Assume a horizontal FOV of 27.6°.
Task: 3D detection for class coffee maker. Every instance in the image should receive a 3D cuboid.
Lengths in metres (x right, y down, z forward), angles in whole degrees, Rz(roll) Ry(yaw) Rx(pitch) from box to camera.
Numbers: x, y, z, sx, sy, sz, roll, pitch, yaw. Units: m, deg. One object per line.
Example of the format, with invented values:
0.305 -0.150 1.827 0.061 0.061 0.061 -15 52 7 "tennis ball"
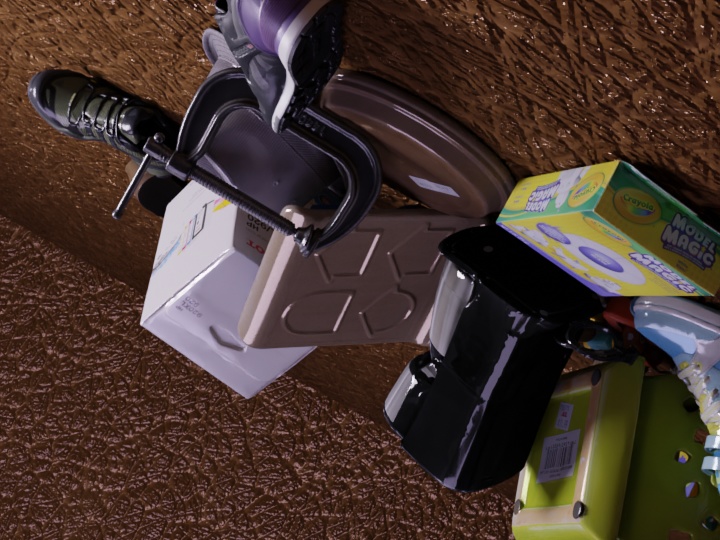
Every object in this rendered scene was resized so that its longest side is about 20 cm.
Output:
0.119 0.093 1.284 0.134 0.201 0.192 3 -147 -25 "coffee maker"

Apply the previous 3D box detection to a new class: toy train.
0.247 0.073 1.366 0.150 0.056 0.200 24 167 33 "toy train"

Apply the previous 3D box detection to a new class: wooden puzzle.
0.000 0.000 1.351 0.198 0.047 0.186 2 138 -22 "wooden puzzle"

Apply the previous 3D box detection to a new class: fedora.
-0.096 -0.111 1.293 0.177 0.090 0.200 39 174 29 "fedora"

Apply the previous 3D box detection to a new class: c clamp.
-0.087 -0.078 1.225 0.199 0.172 0.027 25 -158 -1 "c clamp"

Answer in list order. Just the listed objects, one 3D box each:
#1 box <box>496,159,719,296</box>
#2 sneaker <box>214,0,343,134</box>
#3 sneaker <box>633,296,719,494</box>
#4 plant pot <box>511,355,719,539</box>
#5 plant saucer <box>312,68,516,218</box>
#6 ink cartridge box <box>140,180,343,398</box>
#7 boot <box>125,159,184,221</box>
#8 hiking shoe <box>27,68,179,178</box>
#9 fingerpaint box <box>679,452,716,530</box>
0.193 -0.027 1.088 0.117 0.049 0.200 33 167 -14 "box"
-0.065 -0.176 1.093 0.087 0.076 0.200 39 163 6 "sneaker"
0.295 0.113 1.214 0.199 0.131 0.080 30 171 7 "sneaker"
0.253 0.187 1.332 0.180 0.201 0.200 17 164 -16 "plant pot"
0.039 -0.100 1.226 0.199 0.030 0.200 29 169 6 "plant saucer"
-0.113 -0.007 1.494 0.147 0.144 0.201 36 -148 -25 "ink cartridge box"
-0.251 -0.088 2.010 0.075 0.074 0.200 46 178 43 "boot"
-0.276 -0.177 1.657 0.199 0.076 0.101 25 163 -20 "hiking shoe"
0.350 0.241 1.798 0.199 0.074 0.167 22 167 37 "fingerpaint box"
